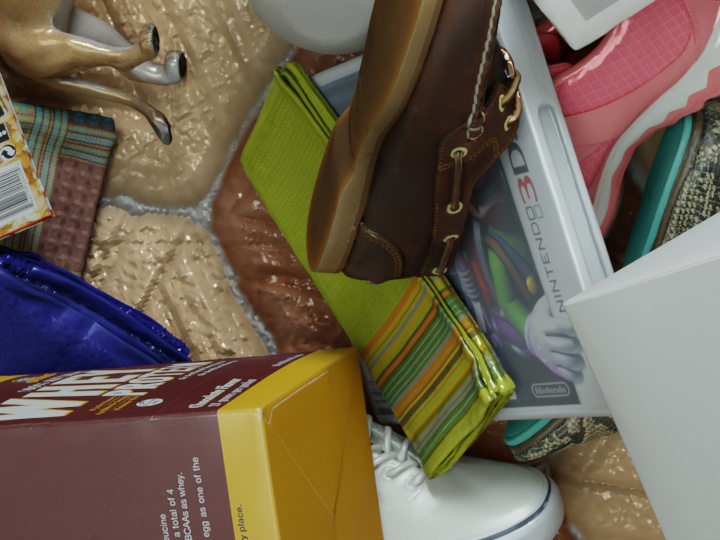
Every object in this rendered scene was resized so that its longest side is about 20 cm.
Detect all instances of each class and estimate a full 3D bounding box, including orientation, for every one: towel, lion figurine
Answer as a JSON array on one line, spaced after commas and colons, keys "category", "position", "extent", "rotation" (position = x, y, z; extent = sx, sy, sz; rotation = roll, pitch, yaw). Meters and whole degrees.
[{"category": "towel", "position": [-0.235, -0.025, 0.832], "extent": [0.022, 0.199, 0.147], "rotation": [43, 121, 55]}, {"category": "lion figurine", "position": [-0.161, -0.152, 0.794], "extent": [0.122, 0.073, 0.201], "rotation": [-2, 117, 8]}, {"category": "towel", "position": [0.000, 0.000, 0.771], "extent": [0.200, 0.018, 0.086], "rotation": [57, 143, 21]}, {"category": "towel", "position": [-0.197, 0.084, 0.873], "extent": [0.147, 0.050, 0.200], "rotation": [34, 111, -25]}]

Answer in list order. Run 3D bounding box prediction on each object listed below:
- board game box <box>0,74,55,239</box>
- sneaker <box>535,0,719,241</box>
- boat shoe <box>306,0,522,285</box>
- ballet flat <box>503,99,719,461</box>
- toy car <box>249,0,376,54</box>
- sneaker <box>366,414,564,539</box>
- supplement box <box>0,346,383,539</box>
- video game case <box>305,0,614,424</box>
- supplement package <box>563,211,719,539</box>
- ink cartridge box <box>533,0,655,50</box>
[{"category": "board game box", "position": [-0.265, -0.056, 0.761], "extent": [0.199, 0.046, 0.152], "rotation": [-25, 122, -17]}, {"category": "sneaker", "position": [0.088, -0.071, 0.726], "extent": [0.200, 0.087, 0.074], "rotation": [-54, 39, 29]}, {"category": "boat shoe", "position": [0.030, -0.068, 0.651], "extent": [0.070, 0.071, 0.200], "rotation": [7, 144, -10]}, {"category": "ballet flat", "position": [0.143, 0.019, 0.760], "extent": [0.075, 0.068, 0.201], "rotation": [24, 107, -8]}, {"category": "toy car", "position": [-0.021, -0.206, 0.679], "extent": [0.149, 0.175, 0.200], "rotation": [19, 137, -15]}, {"category": "sneaker", "position": [0.002, 0.105, 0.804], "extent": [0.199, 0.073, 0.071], "rotation": [0, 126, 25]}, {"category": "supplement box", "position": [-0.101, 0.149, 0.745], "extent": [0.199, 0.133, 0.198], "rotation": [-6, 97, 18]}, {"category": "video game case", "position": [0.038, -0.017, 0.747], "extent": [0.200, 0.023, 0.183], "rotation": [-11, 98, 59]}, {"category": "supplement package", "position": [0.203, 0.019, 0.645], "extent": [0.120, 0.200, 0.122], "rotation": [-21, 94, 51]}, {"category": "ink cartridge box", "position": [0.128, -0.197, 0.669], "extent": [0.161, 0.200, 0.050], "rotation": [-32, 122, 19]}]
